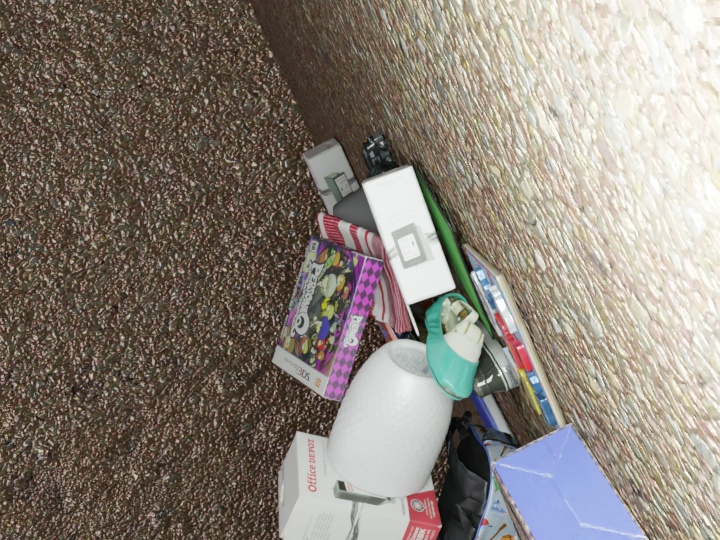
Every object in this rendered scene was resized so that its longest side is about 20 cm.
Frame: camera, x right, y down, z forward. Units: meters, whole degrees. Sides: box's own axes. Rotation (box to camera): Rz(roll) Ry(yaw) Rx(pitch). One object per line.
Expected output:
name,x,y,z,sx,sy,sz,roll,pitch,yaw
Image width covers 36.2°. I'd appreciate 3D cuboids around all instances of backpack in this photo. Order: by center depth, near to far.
backpack,0.175,0.315,1.472,0.191,0.154,0.200,-96,18,-82

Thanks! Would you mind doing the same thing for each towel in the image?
towel,0.000,0.000,1.580,0.200,0.023,0.144,26,134,56

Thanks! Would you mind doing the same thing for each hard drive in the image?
hard drive,0.223,0.257,1.794,0.132,0.025,0.200,70,174,-72

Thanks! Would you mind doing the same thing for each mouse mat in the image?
mouse mat,0.113,-0.025,1.345,0.161,0.008,0.200,-113,-3,-52

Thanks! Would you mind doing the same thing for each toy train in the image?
toy train,0.047,-0.107,1.586,0.034,0.046,0.200,-119,4,-57

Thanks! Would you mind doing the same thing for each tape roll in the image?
tape roll,0.038,-0.035,1.705,0.200,0.066,0.200,55,-168,-18

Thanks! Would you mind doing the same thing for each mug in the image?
mug,0.063,0.181,1.487,0.148,0.200,0.176,32,120,23

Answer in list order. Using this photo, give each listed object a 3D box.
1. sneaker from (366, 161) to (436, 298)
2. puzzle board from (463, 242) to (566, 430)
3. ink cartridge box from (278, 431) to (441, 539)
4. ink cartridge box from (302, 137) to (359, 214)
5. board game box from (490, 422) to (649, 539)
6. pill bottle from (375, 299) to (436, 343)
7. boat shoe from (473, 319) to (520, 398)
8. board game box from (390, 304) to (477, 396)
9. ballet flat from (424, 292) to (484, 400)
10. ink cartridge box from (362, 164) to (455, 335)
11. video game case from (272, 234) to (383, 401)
sneaker,0.061,-0.054,1.492,0.200,0.075,0.079,64,176,-1
puzzle board,0.166,0.076,1.212,0.151,0.017,0.200,-123,9,-74
ink cartridge box,-0.004,0.310,1.494,0.147,0.200,0.083,-100,27,-61
ink cartridge box,-0.050,-0.187,2.488,0.146,0.084,0.200,-126,11,-76
board game box,0.227,0.288,1.129,0.160,0.097,0.200,-118,3,-49
pill bottle,0.061,0.030,1.941,0.112,0.112,0.200,-132,17,-82
boat shoe,0.149,0.115,1.434,0.200,0.064,0.071,-126,11,-80
board game box,0.115,0.112,1.741,0.135,0.035,0.200,28,-165,-24
ballet flat,0.117,0.081,1.360,0.067,0.070,0.200,32,-160,-15
ink cartridge box,0.066,-0.029,1.386,0.116,0.067,0.200,-92,-18,-83
video game case,-0.049,0.062,1.543,0.036,0.200,0.181,15,-176,-30
